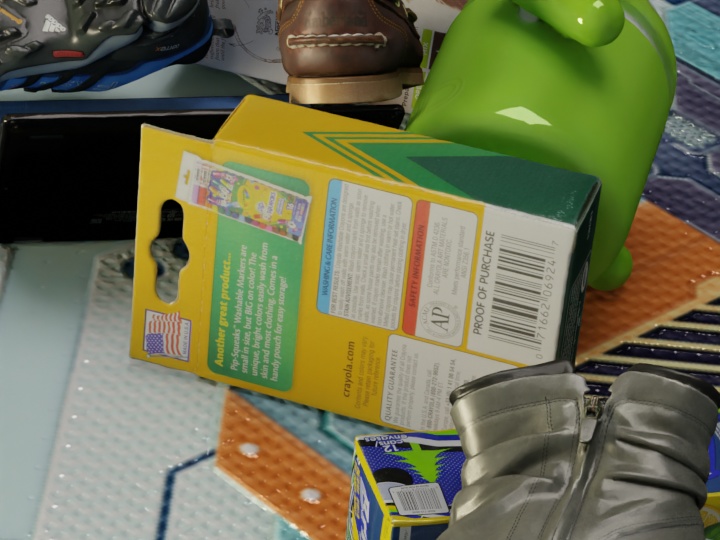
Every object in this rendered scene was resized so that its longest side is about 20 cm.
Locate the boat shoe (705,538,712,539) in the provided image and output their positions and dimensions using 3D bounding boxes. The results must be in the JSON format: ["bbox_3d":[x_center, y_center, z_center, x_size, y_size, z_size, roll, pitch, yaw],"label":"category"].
[{"bbox_3d":[0.171,0.148,1.141,0.199,0.070,0.067,10,61,-18],"label":"boat shoe"}]

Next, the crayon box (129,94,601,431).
[{"bbox_3d":[0.000,0.000,1.284,0.199,0.126,0.052,14,32,12],"label":"crayon box"}]

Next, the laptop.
[{"bbox_3d":[-0.093,-0.078,1.410,0.186,0.200,0.117,-3,67,-13],"label":"laptop"}]

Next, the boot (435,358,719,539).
[{"bbox_3d":[0.043,0.104,1.099,0.199,0.068,0.131,-5,62,6],"label":"boot"}]

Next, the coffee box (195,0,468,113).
[{"bbox_3d":[0.004,-0.144,1.541,0.199,0.080,0.113,13,23,11],"label":"coffee box"}]

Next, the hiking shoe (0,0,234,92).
[{"bbox_3d":[-0.170,-0.113,1.478,0.199,0.087,0.075,-8,65,10],"label":"hiking shoe"}]

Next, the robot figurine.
[{"bbox_3d":[0.084,-0.068,1.369,0.115,0.176,0.201,6,43,18],"label":"robot figurine"}]

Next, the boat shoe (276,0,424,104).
[{"bbox_3d":[-0.004,-0.115,1.369,0.070,0.071,0.200,-5,4,-1],"label":"boat shoe"}]

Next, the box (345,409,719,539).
[{"bbox_3d":[0.096,0.105,1.187,0.199,0.070,0.064,-3,31,-14],"label":"box"}]
